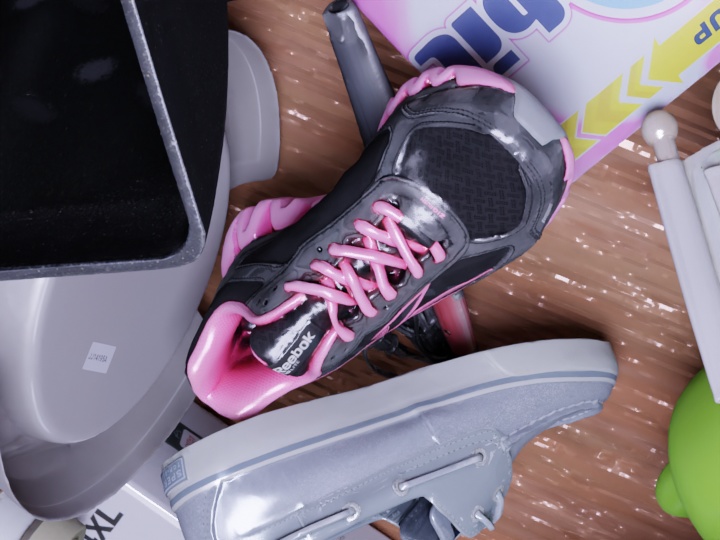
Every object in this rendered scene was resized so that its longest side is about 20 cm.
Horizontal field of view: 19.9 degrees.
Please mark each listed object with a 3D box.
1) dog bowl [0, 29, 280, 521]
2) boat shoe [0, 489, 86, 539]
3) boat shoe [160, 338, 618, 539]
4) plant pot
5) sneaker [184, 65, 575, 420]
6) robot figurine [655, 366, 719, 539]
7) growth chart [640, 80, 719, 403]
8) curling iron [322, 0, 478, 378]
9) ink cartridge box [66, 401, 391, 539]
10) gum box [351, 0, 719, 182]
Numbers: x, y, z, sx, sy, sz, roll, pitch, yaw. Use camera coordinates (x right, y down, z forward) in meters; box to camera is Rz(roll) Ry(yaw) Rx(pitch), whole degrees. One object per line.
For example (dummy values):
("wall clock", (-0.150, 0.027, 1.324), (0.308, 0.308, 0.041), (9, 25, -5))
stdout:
("dog bowl", (-0.105, -0.007, 0.798), (0.058, 0.200, 0.201), (22, 121, 19))
("boat shoe", (-0.185, 0.164, 0.880), (0.068, 0.075, 0.201), (32, 116, 4))
("boat shoe", (0.020, 0.081, 0.826), (0.070, 0.199, 0.072), (134, 119, -66))
("plant pot", (-0.143, -0.124, 0.670), (0.198, 0.178, 0.201), (-4, 121, 16))
("sneaker", (0.000, 0.000, 0.759), (0.079, 0.096, 0.200), (44, 138, -9))
("robot figurine", (0.196, 0.054, 0.780), (0.115, 0.176, 0.200), (2, 145, -32))
("growth chart", (0.200, -0.015, 0.701), (0.198, 0.146, 0.018), (-8, 158, 12))
("curling iron", (0.012, -0.023, 0.817), (0.049, 0.026, 0.201), (-5, 135, 9))
("ink cartridge box", (-0.094, 0.144, 0.930), (0.199, 0.084, 0.146), (34, 120, -5))
("gum box", (0.105, -0.134, 0.746), (0.114, 0.066, 0.200), (45, 119, -9))
